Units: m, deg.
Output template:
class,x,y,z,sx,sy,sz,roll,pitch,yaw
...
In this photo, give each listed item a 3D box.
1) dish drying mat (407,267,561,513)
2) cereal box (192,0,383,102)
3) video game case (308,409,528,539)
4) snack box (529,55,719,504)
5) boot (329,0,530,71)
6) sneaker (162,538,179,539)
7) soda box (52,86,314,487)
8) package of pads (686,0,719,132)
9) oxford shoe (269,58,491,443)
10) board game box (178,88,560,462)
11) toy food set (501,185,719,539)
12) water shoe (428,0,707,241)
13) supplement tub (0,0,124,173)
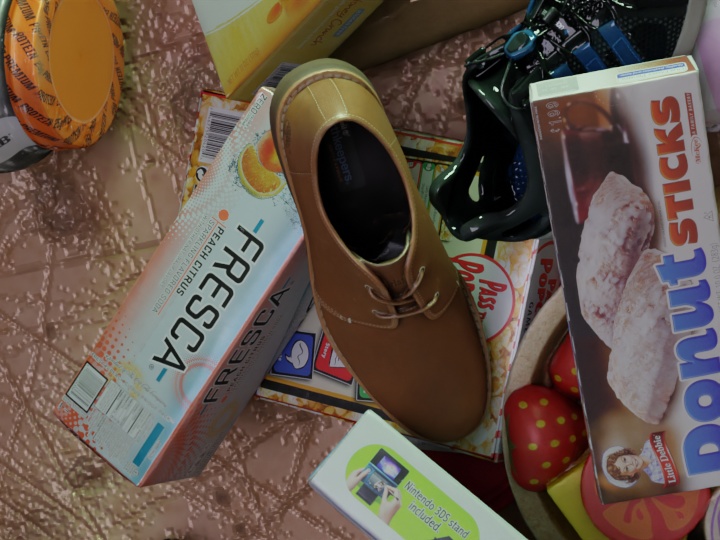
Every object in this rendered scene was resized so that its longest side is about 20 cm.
class,x,y,z,sx,sy,sz,roll,pitch,yaw
dish drying mat,0.101,0.040,1.084,0.200,0.018,0.077,-46,76,19
cereal box,-0.043,-0.202,1.052,0.144,0.040,0.200,-43,57,38
video game case,0.062,0.145,1.002,0.181,0.200,0.045,40,85,7
snack box,0.125,0.007,0.951,0.072,0.024,0.200,-10,114,5
boot,0.058,-0.126,1.066,0.200,0.066,0.175,-15,77,22
sneaker,-0.164,0.218,1.178,0.200,0.078,0.080,-25,94,22
soda box,-0.065,0.010,1.060,0.064,0.068,0.200,39,104,18
package of pads,0.174,-0.169,0.978,0.076,0.120,0.200,-17,89,55
oxford shoe,0.012,0.005,0.987,0.071,0.071,0.200,-26,115,-1
board game box,0.000,0.000,1.095,0.200,0.046,0.152,14,95,24
toy food set,0.167,0.076,1.021,0.200,0.049,0.198,-37,93,7
water shoe,0.090,-0.089,0.948,0.072,0.079,0.200,47,135,35
supplement tub,-0.235,-0.113,1.150,0.200,0.123,0.123,2,95,22
